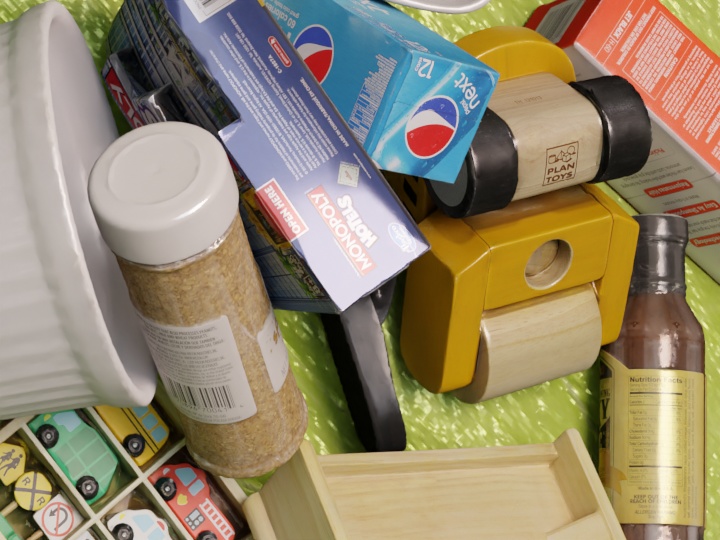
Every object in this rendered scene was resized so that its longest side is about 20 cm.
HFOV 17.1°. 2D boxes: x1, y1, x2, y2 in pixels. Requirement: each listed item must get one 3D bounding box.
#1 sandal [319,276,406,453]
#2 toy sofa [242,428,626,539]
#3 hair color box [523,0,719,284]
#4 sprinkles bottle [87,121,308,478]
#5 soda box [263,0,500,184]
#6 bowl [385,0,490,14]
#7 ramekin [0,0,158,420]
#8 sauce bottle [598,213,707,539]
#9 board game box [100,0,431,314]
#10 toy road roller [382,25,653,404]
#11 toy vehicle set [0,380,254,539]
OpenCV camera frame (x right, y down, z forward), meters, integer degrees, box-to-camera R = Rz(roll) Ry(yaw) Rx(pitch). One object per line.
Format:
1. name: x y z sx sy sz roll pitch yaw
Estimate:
1. sandal: 0.000 0.001 1.313 0.048 0.075 0.202 -17 99 -12
2. toy sofa: 0.036 0.147 1.298 0.199 0.098 0.083 0 53 -34
3. hair color box: 0.184 -0.079 1.397 0.200 0.101 0.061 41 68 -16
4. sprinkles bottle: -0.077 0.019 1.169 0.068 0.068 0.201 -45 144 -24
5. soda box: -0.021 -0.117 1.243 0.068 0.200 0.065 10 110 -43
6. bowl: 0.006 -0.247 1.246 0.198 0.075 0.201 20 90 -16
7. ramekin: -0.170 -0.022 1.166 0.097 0.200 0.202 -13 88 4
8. sauce bottle: 0.171 0.069 1.391 0.064 0.065 0.202 7 79 -25
9. board game box: -0.069 -0.058 1.225 0.061 0.200 0.201 -34 89 -19
10. toy road roller: 0.071 -0.042 1.344 0.122 0.146 0.201 -14 126 -27
11. toy vehicle set: -0.116 0.149 1.262 0.124 0.026 0.201 -41 101 -25
